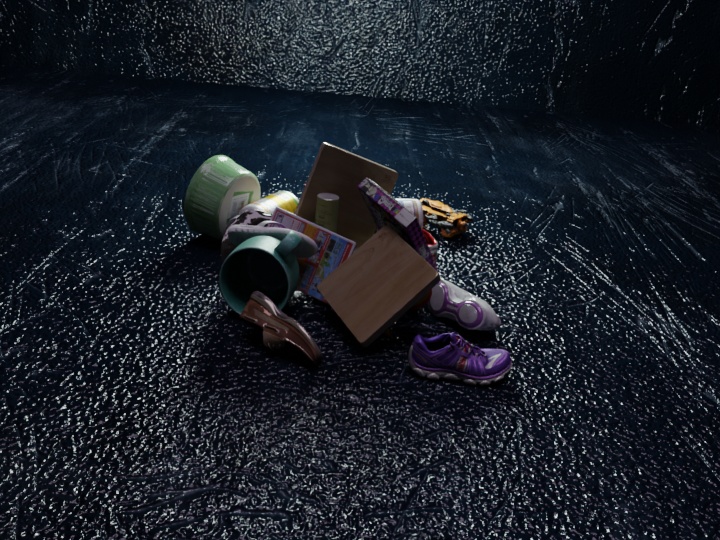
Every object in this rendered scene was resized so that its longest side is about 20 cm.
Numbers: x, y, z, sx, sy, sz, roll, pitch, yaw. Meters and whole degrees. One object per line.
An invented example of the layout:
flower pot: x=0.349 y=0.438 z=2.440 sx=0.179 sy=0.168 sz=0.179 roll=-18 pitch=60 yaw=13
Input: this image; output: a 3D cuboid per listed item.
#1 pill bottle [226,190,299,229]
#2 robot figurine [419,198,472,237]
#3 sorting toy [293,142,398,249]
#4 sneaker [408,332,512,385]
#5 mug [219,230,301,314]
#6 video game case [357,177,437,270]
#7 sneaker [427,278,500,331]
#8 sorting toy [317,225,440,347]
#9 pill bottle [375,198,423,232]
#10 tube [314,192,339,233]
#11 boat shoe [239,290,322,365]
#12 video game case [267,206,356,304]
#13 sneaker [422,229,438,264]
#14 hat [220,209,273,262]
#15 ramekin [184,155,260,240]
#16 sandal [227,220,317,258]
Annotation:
pill bottle: x=-0.237 y=-0.118 z=1.705 sx=0.109 sy=0.114 sz=0.199 roll=19 pitch=29 yaw=26
robot figurine: x=0.215 y=-0.147 z=1.912 sx=0.143 sy=0.060 sz=0.198 roll=-19 pitch=35 yaw=-40
sorting toy: x=-0.043 y=-0.171 z=1.572 sx=0.196 sy=0.203 sz=0.070 roll=16 pitch=17 yaw=-27
sneaker: x=0.187 y=0.156 z=1.269 sx=0.193 sy=0.086 sz=0.081 roll=4 pitch=26 yaw=-6
mug: x=-0.186 y=0.005 z=1.407 sx=0.180 sy=0.156 sz=0.115 roll=-11 pitch=16 yaw=15
video game case: x=0.084 y=-0.088 z=1.508 sx=0.036 sy=0.201 sz=0.181 roll=-39 pitch=51 yaw=-9
sneaker: x=0.215 y=0.081 z=1.467 sx=0.098 sy=0.077 sz=0.199 roll=16 pitch=13 yaw=-38
sorting toy: x=0.041 y=0.040 z=1.391 sx=0.199 sy=0.070 sz=0.199 roll=-40 pitch=45 yaw=-4
pill bottle: x=0.058 y=-0.130 z=1.784 sx=0.194 sy=0.114 sz=0.112 roll=0 pitch=26 yaw=-11
tube: x=-0.080 y=-0.067 z=1.531 sx=0.050 sy=0.206 sz=0.058 roll=-2 pitch=24 yaw=-21
boat shoe: x=-0.152 y=0.122 z=1.303 sx=0.198 sy=0.076 sz=0.072 roll=35 pitch=74 yaw=29
video game case: x=-0.124 y=-0.032 z=1.488 sx=0.196 sy=0.146 sz=0.017 roll=24 pitch=-3 yaw=8
sneaker: x=0.116 y=-0.058 z=1.656 sx=0.066 sy=0.111 sz=0.200 roll=-12 pitch=31 yaw=-32
hat: x=-0.219 y=-0.033 z=1.561 sx=0.194 sy=0.207 sz=0.081 roll=4 pitch=-19 yaw=-12
ramekin: x=-0.335 y=-0.172 z=1.706 sx=0.096 sy=0.205 sz=0.199 roll=24 pitch=31 yaw=21
sandal: x=-0.185 y=-0.077 z=1.459 sx=0.196 sy=0.083 sz=0.051 roll=10 pitch=56 yaw=6
